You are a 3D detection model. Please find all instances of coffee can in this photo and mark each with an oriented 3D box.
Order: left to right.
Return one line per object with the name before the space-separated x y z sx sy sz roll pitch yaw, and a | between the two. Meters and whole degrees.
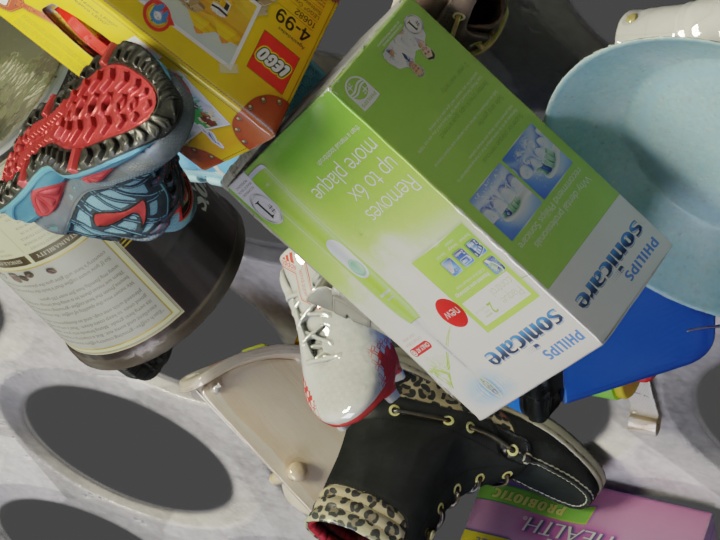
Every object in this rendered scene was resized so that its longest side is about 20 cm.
coffee can | -0.190 -0.051 1.633 0.146 0.147 0.200 -4 140 40

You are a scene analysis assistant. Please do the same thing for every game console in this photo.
game console | 0.113 -0.019 1.520 0.170 0.118 0.200 27 142 30

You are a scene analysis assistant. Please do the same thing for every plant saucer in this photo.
plant saucer | 0.196 -0.056 1.337 0.201 0.039 0.201 20 142 16

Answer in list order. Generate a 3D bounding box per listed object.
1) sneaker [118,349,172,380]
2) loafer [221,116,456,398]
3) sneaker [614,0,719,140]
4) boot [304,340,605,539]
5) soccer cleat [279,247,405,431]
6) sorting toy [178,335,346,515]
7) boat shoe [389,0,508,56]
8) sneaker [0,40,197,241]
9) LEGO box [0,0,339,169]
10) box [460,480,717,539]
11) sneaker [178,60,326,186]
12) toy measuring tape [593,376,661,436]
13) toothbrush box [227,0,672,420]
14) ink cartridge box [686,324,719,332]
sneaker | -0.206 0.002 1.821 0.091 0.076 0.200 6 140 46
loafer | 0.000 0.000 1.483 0.070 0.070 0.200 -40 89 18
sneaker | 0.215 -0.074 1.395 0.115 0.074 0.200 -1 133 41
boot | 0.065 0.158 1.778 0.203 0.154 0.073 30 150 -12
soccer cleat | -0.019 0.025 1.606 0.069 0.200 0.085 -29 119 18
sorting toy | -0.054 0.125 1.875 0.200 0.107 0.180 48 158 -12
boat shoe | 0.051 -0.151 1.383 0.059 0.072 0.200 23 145 8
sneaker | -0.122 -0.062 1.358 0.095 0.079 0.200 25 161 -22
LEGO box | -0.114 -0.177 1.376 0.200 0.149 0.077 37 148 -22
box | 0.178 0.250 1.899 0.175 0.097 0.200 11 150 21
sneaker | -0.047 -0.066 1.584 0.130 0.080 0.200 -5 136 46
toy measuring tape | 0.167 0.071 1.652 0.073 0.074 0.200 11 147 21
toothbrush box | 0.047 -0.030 1.382 0.200 0.086 0.146 42 148 -7
ink cartridge box | 0.297 0.030 1.477 0.099 0.039 0.200 -6 173 -39
